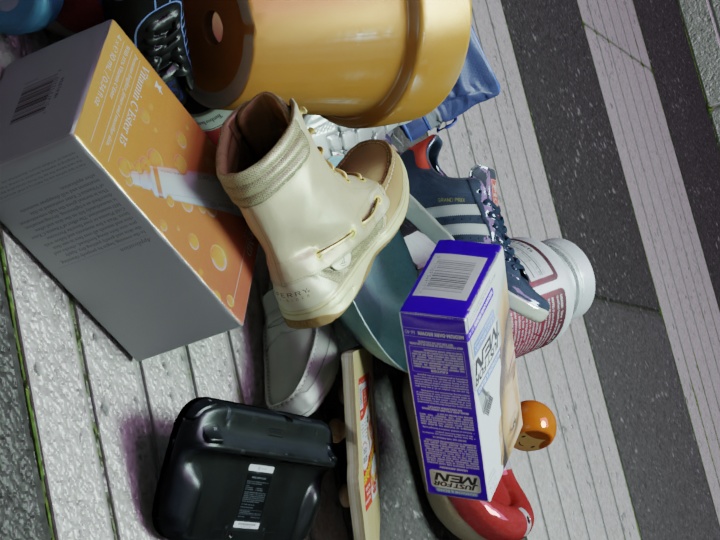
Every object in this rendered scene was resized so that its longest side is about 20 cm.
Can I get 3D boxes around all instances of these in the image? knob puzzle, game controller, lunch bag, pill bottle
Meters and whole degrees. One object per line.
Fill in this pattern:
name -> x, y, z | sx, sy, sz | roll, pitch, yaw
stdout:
knob puzzle -> -0.006, 0.165, 1.308 | 0.220, 0.030, 0.220 | -3, 90, -85
game controller -> -0.084, 0.154, 1.158 | 0.200, 0.042, 0.105 | 21, 92, -58
lunch bag -> 0.050, -0.234, 1.623 | 0.200, 0.132, 0.136 | 62, 3, -21
pill bottle -> 0.132, 0.032, 1.492 | 0.200, 0.113, 0.113 | -18, 89, -40

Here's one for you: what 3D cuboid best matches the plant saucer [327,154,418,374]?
plant saucer -> 0.000, 0.000, 1.331 | 0.201, 0.039, 0.201 | 55, 22, -36

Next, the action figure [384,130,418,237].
action figure -> 0.020, -0.117, 1.530 | 0.130, 0.069, 0.200 | 29, 31, -31

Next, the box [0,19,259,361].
box -> -0.166, -0.053, 1.090 | 0.200, 0.097, 0.125 | 52, 31, -37

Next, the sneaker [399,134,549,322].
sneaker -> 0.108, -0.042, 1.385 | 0.200, 0.085, 0.075 | 44, 6, 11

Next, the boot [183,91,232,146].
boot -> -0.107, -0.174, 1.344 | 0.144, 0.072, 0.200 | 49, 31, -53

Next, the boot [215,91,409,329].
boot -> -0.035, -0.076, 1.163 | 0.156, 0.073, 0.200 | 63, 37, -32

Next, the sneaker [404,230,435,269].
sneaker -> 0.026, -0.009, 1.514 | 0.087, 0.074, 0.200 | 56, 20, 20

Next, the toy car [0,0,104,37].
toy car -> -0.172, -0.278, 1.112 | 0.177, 0.200, 0.184 | 68, 25, -8

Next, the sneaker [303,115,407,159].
sneaker -> -0.017, -0.148, 1.433 | 0.200, 0.082, 0.077 | -31, 126, -51

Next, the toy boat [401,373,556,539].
toy boat -> 0.130, 0.165, 1.511 | 0.130, 0.131, 0.200 | 5, 68, -63

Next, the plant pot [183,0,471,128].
plant pot -> -0.047, -0.201, 1.199 | 0.183, 0.200, 0.201 | -16, 87, -37

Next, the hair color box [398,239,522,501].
hair color box -> 0.090, 0.087, 1.331 | 0.109, 0.065, 0.200 | -58, 148, -48

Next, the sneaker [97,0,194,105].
sneaker -> -0.148, -0.164, 1.110 | 0.070, 0.200, 0.078 | -31, 79, -22

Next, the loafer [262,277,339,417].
loafer -> -0.056, 0.044, 1.294 | 0.070, 0.070, 0.200 | 46, 28, -30
